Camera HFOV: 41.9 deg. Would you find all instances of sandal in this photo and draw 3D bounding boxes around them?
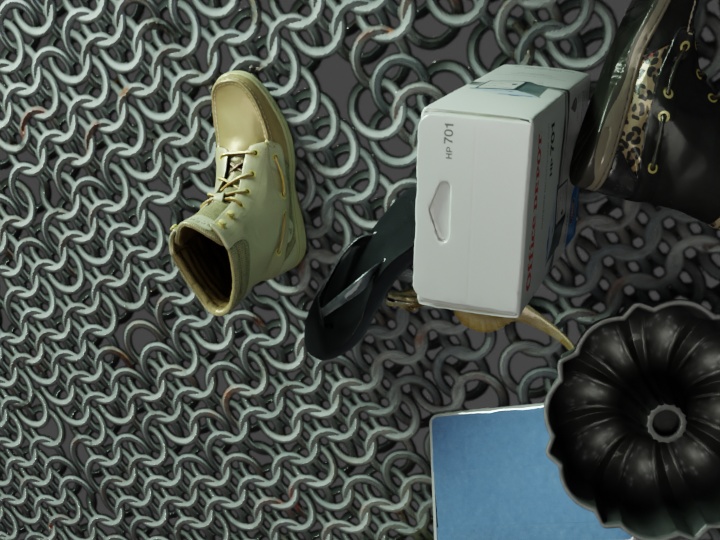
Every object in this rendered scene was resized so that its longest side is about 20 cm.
[{"bbox_3d":[0.000,-0.001,0.887,0.201,0.042,0.076,-54,42,23],"label":"sandal"}]

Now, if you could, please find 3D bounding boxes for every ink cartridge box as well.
[{"bbox_3d":[0.115,-0.070,0.735,0.085,0.200,0.149,9,113,21],"label":"ink cartridge box"}]

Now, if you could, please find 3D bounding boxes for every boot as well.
[{"bbox_3d":[-0.121,-0.074,0.866,0.072,0.155,0.203,-3,108,25],"label":"boot"},{"bbox_3d":[0.261,-0.132,0.716,0.149,0.073,0.202,22,89,-3],"label":"boot"}]

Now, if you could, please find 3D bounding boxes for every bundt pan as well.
[{"bbox_3d":[0.251,0.118,0.793,0.199,0.076,0.205,1,98,6],"label":"bundt pan"}]

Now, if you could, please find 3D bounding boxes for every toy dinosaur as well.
[{"bbox_3d":[0.123,0.021,0.862,0.198,0.058,0.102,16,131,19],"label":"toy dinosaur"}]

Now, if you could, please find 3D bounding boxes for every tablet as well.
[{"bbox_3d":[0.158,0.193,0.888,0.198,0.014,0.132,-10,72,26],"label":"tablet"}]
